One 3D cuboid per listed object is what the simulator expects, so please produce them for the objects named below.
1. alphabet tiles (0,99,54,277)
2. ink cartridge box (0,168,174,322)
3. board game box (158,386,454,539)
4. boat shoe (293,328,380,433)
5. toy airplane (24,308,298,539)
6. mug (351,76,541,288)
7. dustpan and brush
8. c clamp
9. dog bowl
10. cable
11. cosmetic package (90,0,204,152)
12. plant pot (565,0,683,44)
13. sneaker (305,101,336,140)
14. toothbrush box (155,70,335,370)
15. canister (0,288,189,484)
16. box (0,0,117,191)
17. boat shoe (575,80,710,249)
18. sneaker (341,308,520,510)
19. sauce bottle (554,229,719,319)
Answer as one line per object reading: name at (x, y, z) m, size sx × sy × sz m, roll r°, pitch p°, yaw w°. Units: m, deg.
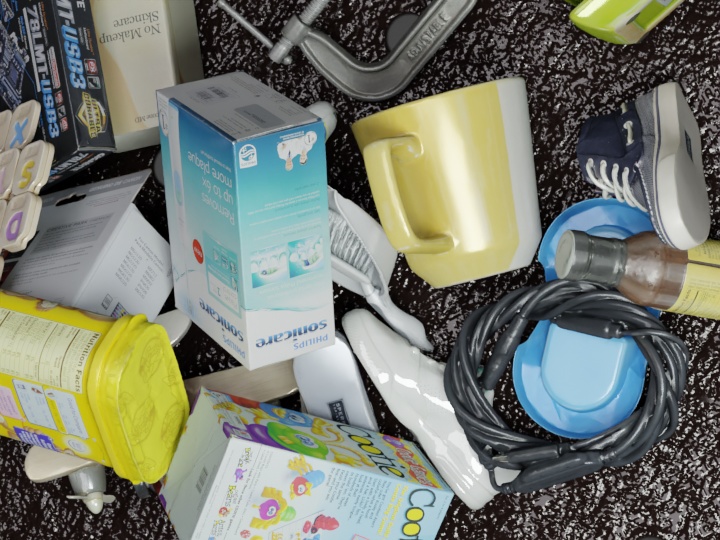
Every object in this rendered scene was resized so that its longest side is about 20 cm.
alphabet tiles at (-0.337, -0.053, 1.722) m, size 0.200 × 0.015 × 0.196 m, roll -12°, pitch 61°, yaw 47°
ink cartridge box at (-0.262, 0.012, 1.730) m, size 0.200 × 0.084 × 0.176 m, roll -10°, pitch 41°, yaw 40°
board game box at (-0.045, 0.181, 1.592) m, size 0.200 × 0.103 × 0.105 m, roll 17°, pitch 103°, yaw -24°
boat shoe at (-0.013, 0.139, 1.695) m, size 0.073 × 0.065 × 0.200 m, roll -7°, pitch 105°, yaw 1°
toy airplane at (-0.168, 0.137, 1.721) m, size 0.200 × 0.141 × 0.199 m, roll 17°, pitch 60°, yaw 24°
mug at (0.067, -0.064, 1.633) m, size 0.186 × 0.149 × 0.153 m, roll -15°, pitch 91°, yaw -27°
dustpan and brush at (0.000, 0.000, 1.662) m, size 0.139 × 0.200 × 0.057 m, roll 6°, pitch 65°, yaw 58°
c clamp at (-0.001, -0.239, 1.706) m, size 0.171 × 0.027 × 0.200 m, roll 46°, pitch 108°, yaw -4°
dog bowl at (0.197, 0.041, 1.637) m, size 0.111 × 0.050 × 0.200 m, roll 13°, pitch 90°, yaw 19°
cable at (0.170, 0.086, 1.598) m, size 0.200 × 0.051 × 0.163 m, roll -22°, pitch 75°, yaw 19°
cosmetic package at (-0.206, -0.216, 1.781) m, size 0.105 × 0.071 × 0.200 m, roll -12°, pitch 82°, yaw 19°
plant pot at (0.205, -0.296, 1.584) m, size 0.199 × 0.200 × 0.182 m, roll -42°, pitch 82°, yaw 12°
sneaker at (-0.067, -0.050, 1.734) m, size 0.105 × 0.076 × 0.200 m, roll 41°, pitch 100°, yaw -2°
toothbrush box at (-0.093, -0.043, 1.593) m, size 0.146 × 0.085 × 0.200 m, roll 36°, pitch 136°, yaw 52°
canister at (-0.253, 0.085, 1.594) m, size 0.200 × 0.149 × 0.087 m, roll 13°, pitch 51°, yaw 21°
box at (-0.308, -0.174, 1.782) m, size 0.198 × 0.050 × 0.200 m, roll -22°, pitch 77°, yaw 45°
boat shoe at (0.224, -0.072, 1.577) m, size 0.093 × 0.200 × 0.075 m, roll -21°, pitch 118°, yaw 21°
sneaker at (0.068, 0.100, 1.668) m, size 0.088 × 0.075 × 0.200 m, roll -38°, pitch 91°, yaw 2°
sauce bottle at (0.253, 0.001, 1.562) m, size 0.200 × 0.065 × 0.065 m, roll 11°, pitch 90°, yaw -15°
